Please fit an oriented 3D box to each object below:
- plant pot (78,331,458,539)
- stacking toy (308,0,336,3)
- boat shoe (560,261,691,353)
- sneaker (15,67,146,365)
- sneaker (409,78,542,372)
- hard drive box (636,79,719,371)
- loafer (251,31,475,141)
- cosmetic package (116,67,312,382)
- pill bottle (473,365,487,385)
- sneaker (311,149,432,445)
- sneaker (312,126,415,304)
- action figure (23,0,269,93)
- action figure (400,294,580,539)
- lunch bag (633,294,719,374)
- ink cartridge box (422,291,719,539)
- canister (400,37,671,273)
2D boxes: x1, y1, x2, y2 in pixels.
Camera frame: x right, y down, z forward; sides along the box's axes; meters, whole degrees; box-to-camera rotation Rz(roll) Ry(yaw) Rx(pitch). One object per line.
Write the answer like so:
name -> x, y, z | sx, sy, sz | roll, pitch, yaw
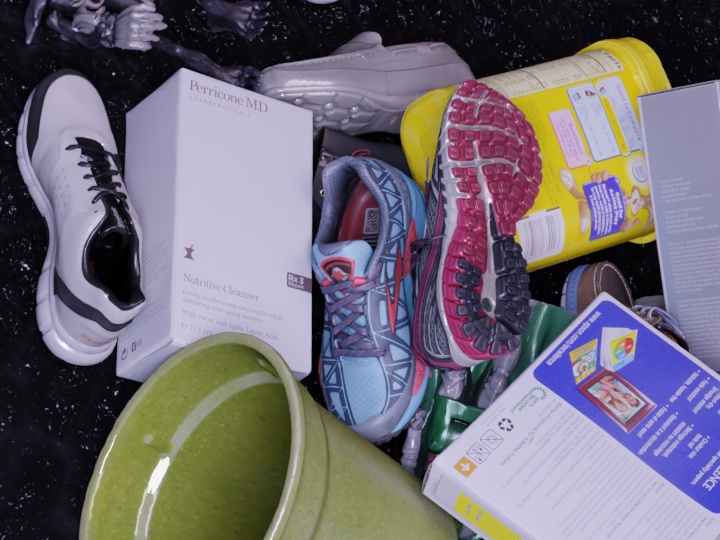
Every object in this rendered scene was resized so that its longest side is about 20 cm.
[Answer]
plant pot -> -0.044, 0.165, 1.549 | 0.184, 0.200, 0.202 | 28, 55, -38
stacking toy -> 0.018, -0.273, 1.841 | 0.146, 0.146, 0.200 | 41, 69, -14
boat shoe -> 0.191, 0.064, 1.703 | 0.072, 0.072, 0.201 | 37, 32, -36
sneaker -> -0.173, -0.044, 1.604 | 0.073, 0.080, 0.201 | 3, 67, -34
sneaker -> 0.065, -0.033, 1.613 | 0.080, 0.075, 0.201 | 22, 62, -29
hard drive box -> 0.286, -0.036, 1.755 | 0.155, 0.076, 0.202 | -7, 89, -44
loafer -> -0.001, -0.136, 1.786 | 0.199, 0.070, 0.070 | -2, 61, -42
cosmetic package -> -0.096, -0.021, 1.648 | 0.112, 0.081, 0.202 | 14, 63, -31
pill bottle -> 0.138, 0.145, 1.728 | 0.201, 0.111, 0.111 | 53, 49, -4
sneaker -> -0.007, 0.016, 1.627 | 0.095, 0.079, 0.202 | 39, 46, -56
sneaker -> 0.000, 0.000, 1.729 | 0.105, 0.075, 0.201 | 15, 62, -16
action figure -> -0.152, -0.191, 1.673 | 0.199, 0.102, 0.120 | 23, 69, -29
action figure -> 0.067, 0.109, 1.653 | 0.117, 0.055, 0.202 | 16, 90, 11
lunch bag -> 0.274, 0.106, 1.841 | 0.199, 0.117, 0.165 | 5, 62, -40
ink cartridge box -> 0.175, 0.132, 1.562 | 0.200, 0.047, 0.197 | 38, 51, 15
canister -> 0.137, -0.077, 1.750 | 0.199, 0.086, 0.150 | -16, 83, -40
